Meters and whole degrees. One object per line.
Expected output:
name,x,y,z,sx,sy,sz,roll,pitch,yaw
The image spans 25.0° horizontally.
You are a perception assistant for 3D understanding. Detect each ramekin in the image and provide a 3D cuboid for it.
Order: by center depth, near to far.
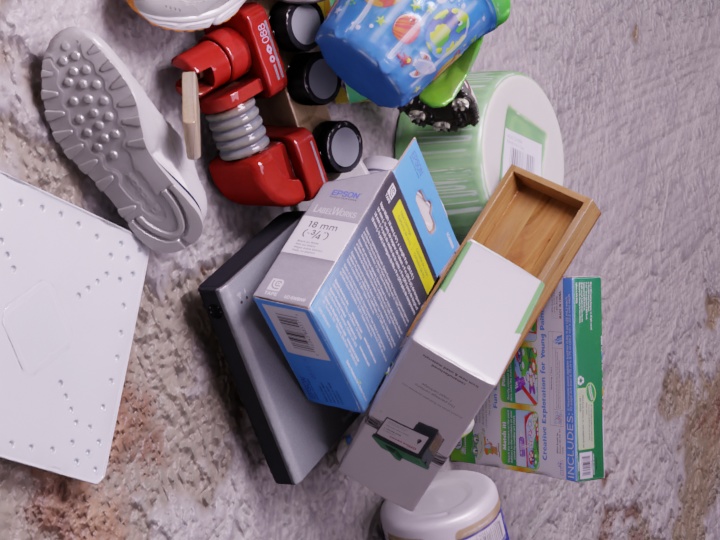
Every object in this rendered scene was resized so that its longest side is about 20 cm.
ramekin,0.131,-0.114,1.692,0.200,0.097,0.201,4,85,-54

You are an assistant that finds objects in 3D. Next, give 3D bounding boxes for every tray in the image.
tray,0.139,0.004,1.570,0.201,0.098,0.037,-58,146,-7

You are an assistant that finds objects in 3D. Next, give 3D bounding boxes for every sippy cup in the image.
sippy cup,0.036,-0.212,1.367,0.178,0.140,0.131,42,77,-15

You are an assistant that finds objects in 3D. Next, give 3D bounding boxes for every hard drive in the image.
hard drive,-0.063,0.068,1.439,0.140,0.033,0.201,-45,124,-45

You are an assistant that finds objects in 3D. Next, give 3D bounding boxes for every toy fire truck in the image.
toy fire truck,-0.100,-0.125,1.371,0.200,0.128,0.177,-35,117,-37

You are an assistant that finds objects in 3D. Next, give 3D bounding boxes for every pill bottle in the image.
pill bottle,0.098,0.312,1.612,0.120,0.119,0.201,-34,116,-49

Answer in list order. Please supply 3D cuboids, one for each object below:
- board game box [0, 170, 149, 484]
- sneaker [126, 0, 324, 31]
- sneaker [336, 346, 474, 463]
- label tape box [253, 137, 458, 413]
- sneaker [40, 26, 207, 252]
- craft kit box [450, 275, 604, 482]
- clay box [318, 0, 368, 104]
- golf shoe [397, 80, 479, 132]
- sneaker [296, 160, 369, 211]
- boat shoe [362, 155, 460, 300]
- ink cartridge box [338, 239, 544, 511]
board game box,-0.251,0.043,1.223,0.200,0.026,0.201,28,67,-50
sneaker,-0.100,-0.261,1.322,0.199,0.076,0.092,-19,146,-26
sneaker,0.033,0.130,1.585,0.200,0.075,0.106,-8,79,-57
label tape box,0.000,0.000,1.420,0.200,0.063,0.145,-59,143,-31
sneaker,-0.186,-0.110,1.294,0.081,0.076,0.201,-76,144,-56
craft kit box,0.164,0.104,1.642,0.048,0.197,0.201,-2,93,-38
clay box,0.023,-0.235,1.593,0.200,0.047,0.116,-25,108,-50
golf shoe,0.055,-0.206,1.535,0.200,0.077,0.088,42,48,-43
sneaker,-0.005,-0.037,1.541,0.089,0.075,0.201,-64,132,-79
boat shoe,0.048,-0.027,1.605,0.200,0.071,0.070,59,42,-43
ink cartridge box,0.070,0.096,1.438,0.146,0.084,0.200,-57,176,-45
